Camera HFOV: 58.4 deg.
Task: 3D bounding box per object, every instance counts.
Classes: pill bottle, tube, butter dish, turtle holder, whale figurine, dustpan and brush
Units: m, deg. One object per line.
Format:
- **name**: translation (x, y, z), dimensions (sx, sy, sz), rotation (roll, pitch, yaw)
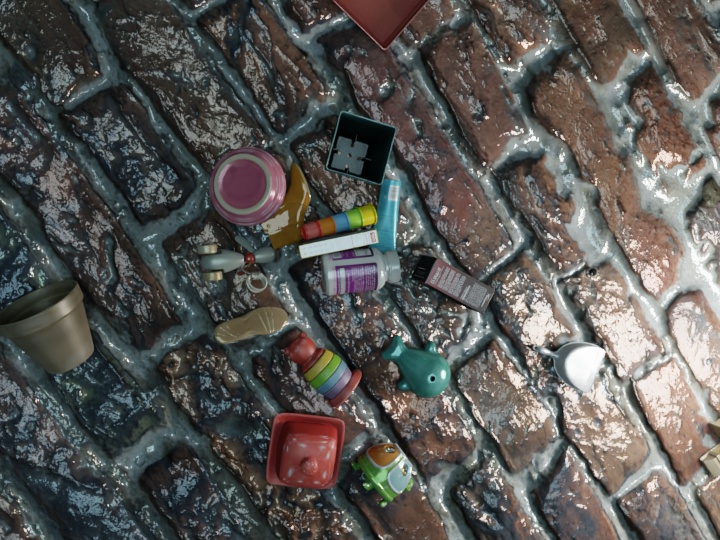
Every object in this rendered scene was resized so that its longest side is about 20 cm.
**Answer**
- **pill bottle**: translation (0.000, 0.000, 1.684), dimensions (0.198, 0.112, 0.113), rotation (-6, 96, -9)
- **tube**: translation (0.070, -0.143, 1.719), dimensions (0.077, 0.050, 0.202), rotation (9, 98, 5)
- **butter dish**: translation (-0.139, 0.491, 1.684), dimensions (0.198, 0.148, 0.202), rotation (8, 93, -11)
- **turtle holder**: translation (0.078, 0.549, 1.729), dimensions (0.131, 0.141, 0.186), rotation (-38, 98, -6)
- **whale figurine**: translation (0.153, 0.259, 1.735), dimensions (0.200, 0.104, 0.159), rotation (38, 88, -10)
- **dustpan and brush**: translation (0.584, 0.253, 1.839), dimensions (0.199, 0.057, 0.140), rotation (22, 90, -17)

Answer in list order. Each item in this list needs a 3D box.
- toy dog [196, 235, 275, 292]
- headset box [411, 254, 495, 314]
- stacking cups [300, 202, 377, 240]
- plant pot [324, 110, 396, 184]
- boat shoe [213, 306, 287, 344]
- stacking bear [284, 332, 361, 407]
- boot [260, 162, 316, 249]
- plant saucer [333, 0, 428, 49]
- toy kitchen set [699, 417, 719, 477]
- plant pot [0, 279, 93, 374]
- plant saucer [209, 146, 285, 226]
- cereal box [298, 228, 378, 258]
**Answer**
- **toy dog**: translation (-0.329, -0.026, 1.652), dimensions (0.199, 0.096, 0.133), rotation (14, 90, -25)
- **headset box**: translation (0.234, 0.030, 1.707), dimensions (0.199, 0.149, 0.078), rotation (27, 89, -11)
- **stacking cups**: translation (-0.054, -0.119, 1.665), dimensions (0.199, 0.060, 0.061), rotation (-20, 98, -24)
- **plant pot**: translation (-0.014, -0.298, 1.612), dimensions (0.140, 0.200, 0.142), rotation (15, 93, -11)
- **boat shoe**: translation (-0.288, 0.144, 1.673), dimensions (0.199, 0.065, 0.072), rotation (-18, 89, -26)
- **stacking bear**: translation (-0.107, 0.252, 1.694), dimensions (0.200, 0.114, 0.122), rotation (42, 87, -6)
- **boot**: translation (-0.197, -0.164, 1.657), dimensions (0.143, 0.071, 0.203), rotation (-18, 102, -10)
- **plant saucer**: translation (0.052, -0.710, 1.672), dimensions (0.199, 0.037, 0.200), rotation (41, 88, -10)
- **toy kitchen set**: translation (1.118, 0.547, 1.881), dimensions (0.163, 0.180, 0.201), rotation (-36, 95, -4)
- **plant pot**: translation (-0.738, 0.146, 1.548), dimensions (0.199, 0.200, 0.174), rotation (-22, 114, -7)
- **plant saucer**: translation (-0.289, -0.214, 1.620), dimensions (0.199, 0.051, 0.202), rotation (0, 89, 8)
- **cereal box**: translation (-0.057, -0.071, 1.643), dimensions (0.199, 0.144, 0.040), rotation (-12, 95, -3)
